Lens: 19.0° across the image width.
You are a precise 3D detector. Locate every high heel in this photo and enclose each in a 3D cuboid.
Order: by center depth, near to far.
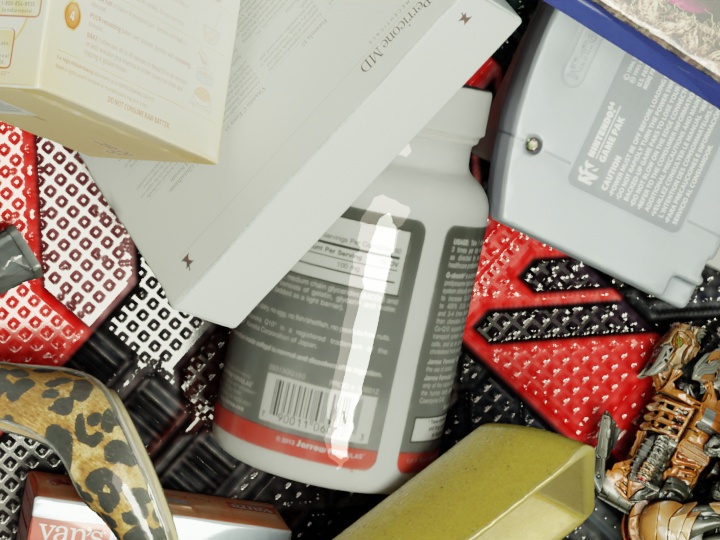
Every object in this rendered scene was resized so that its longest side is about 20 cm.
[{"bbox_3d":[-0.183,0.091,1.038,0.142,0.071,0.201,-30,74,-11],"label":"high heel"}]

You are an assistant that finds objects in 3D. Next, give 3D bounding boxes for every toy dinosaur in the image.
[{"bbox_3d":[0.185,0.134,1.144,0.135,0.102,0.201,8,103,-4],"label":"toy dinosaur"}]

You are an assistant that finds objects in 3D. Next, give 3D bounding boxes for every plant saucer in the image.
[{"bbox_3d":[0.025,0.149,1.074,0.200,0.200,0.049,-38,74,-5],"label":"plant saucer"}]

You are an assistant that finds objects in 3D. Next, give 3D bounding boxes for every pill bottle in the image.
[{"bbox_3d":[0.000,0.000,1.064,0.115,0.116,0.201,11,96,-14],"label":"pill bottle"}]

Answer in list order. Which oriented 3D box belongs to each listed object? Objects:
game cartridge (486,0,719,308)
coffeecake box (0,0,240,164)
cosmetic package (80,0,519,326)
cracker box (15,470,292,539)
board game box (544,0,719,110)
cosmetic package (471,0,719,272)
[{"bbox_3d":[0.147,-0.098,1.070,0.133,0.040,0.201,25,93,-18],"label":"game cartridge"},{"bbox_3d":[-0.111,-0.160,0.916,0.073,0.153,0.201,5,83,25],"label":"coffeecake box"},{"bbox_3d":[-0.042,-0.098,0.997,0.200,0.151,0.052,-46,144,17],"label":"cosmetic package"},{"bbox_3d":[-0.121,0.212,1.102,0.133,0.058,0.201,10,98,-14],"label":"cracker box"},{"bbox_3d":[0.152,-0.186,0.882,0.159,0.097,0.201,29,93,-12],"label":"board game box"},{"bbox_3d":[0.168,-0.118,1.116,0.150,0.052,0.201,24,93,-17],"label":"cosmetic package"}]
